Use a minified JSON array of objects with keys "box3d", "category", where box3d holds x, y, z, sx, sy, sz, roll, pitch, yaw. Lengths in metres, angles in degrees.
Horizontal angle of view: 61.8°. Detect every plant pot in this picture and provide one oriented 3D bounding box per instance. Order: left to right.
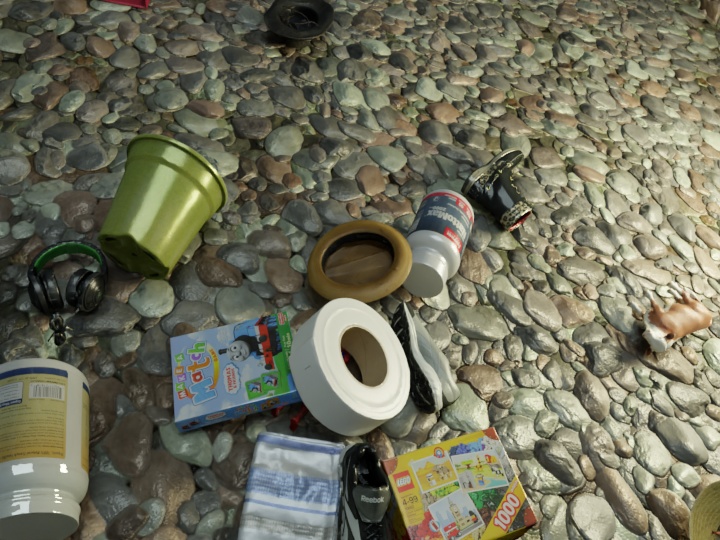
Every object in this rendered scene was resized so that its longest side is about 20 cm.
[{"box3d":[-0.357,-0.097,1.052,0.194,0.202,0.189,18,60,1],"category":"plant pot"}]

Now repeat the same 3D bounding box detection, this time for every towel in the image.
[{"box3d":[-0.097,0.335,0.865,0.141,0.024,0.205,11,50,-5],"category":"towel"}]

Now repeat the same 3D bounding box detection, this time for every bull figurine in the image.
[{"box3d":[0.620,0.095,1.214,0.194,0.066,0.124,-12,58,-23],"category":"bull figurine"}]

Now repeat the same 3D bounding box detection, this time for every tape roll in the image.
[{"box3d":[-0.015,0.150,0.950,0.199,0.070,0.207,28,43,-30],"category":"tape roll"}]

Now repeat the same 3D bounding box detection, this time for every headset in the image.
[{"box3d":[-0.476,0.025,0.968,0.119,0.095,0.205,-2,52,-15],"category":"headset"}]

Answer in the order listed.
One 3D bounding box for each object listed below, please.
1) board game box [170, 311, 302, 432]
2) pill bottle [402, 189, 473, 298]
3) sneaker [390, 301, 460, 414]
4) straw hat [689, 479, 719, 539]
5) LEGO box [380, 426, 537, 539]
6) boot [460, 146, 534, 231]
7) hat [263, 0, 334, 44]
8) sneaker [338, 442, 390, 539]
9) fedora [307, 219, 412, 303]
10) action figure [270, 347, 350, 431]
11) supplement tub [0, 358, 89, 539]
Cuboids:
[{"box3d":[-0.196,0.155,0.949,0.193,0.037,0.154,-13,51,-9],"category":"board game box"},{"box3d":[0.146,-0.051,1.176,0.116,0.121,0.203,22,50,5],"category":"pill bottle"},{"box3d":[0.109,0.148,1.046,0.077,0.074,0.205,-5,59,-30],"category":"sneaker"},{"box3d":[0.569,0.433,0.920,0.193,0.086,0.207,2,61,-3],"category":"straw hat"},{"box3d":[0.136,0.339,0.887,0.194,0.078,0.152,-10,55,-21],"category":"LEGO box"},{"box3d":[0.341,-0.185,1.367,0.201,0.074,0.154,-33,68,-29],"category":"boot"},{"box3d":[-0.161,-0.650,1.604,0.193,0.082,0.206,2,55,-3],"category":"hat"},{"box3d":[0.009,0.336,0.835,0.064,0.091,0.206,1,62,-17],"category":"sneaker"},{"box3d":[0.000,0.000,1.108,0.193,0.083,0.206,-4,52,5],"category":"fedora"},{"box3d":[-0.068,0.167,0.994,0.064,0.053,0.201,27,48,15],"category":"action figure"},{"box3d":[-0.427,0.236,0.778,0.139,0.147,0.204,-5,52,-18],"category":"supplement tub"}]
